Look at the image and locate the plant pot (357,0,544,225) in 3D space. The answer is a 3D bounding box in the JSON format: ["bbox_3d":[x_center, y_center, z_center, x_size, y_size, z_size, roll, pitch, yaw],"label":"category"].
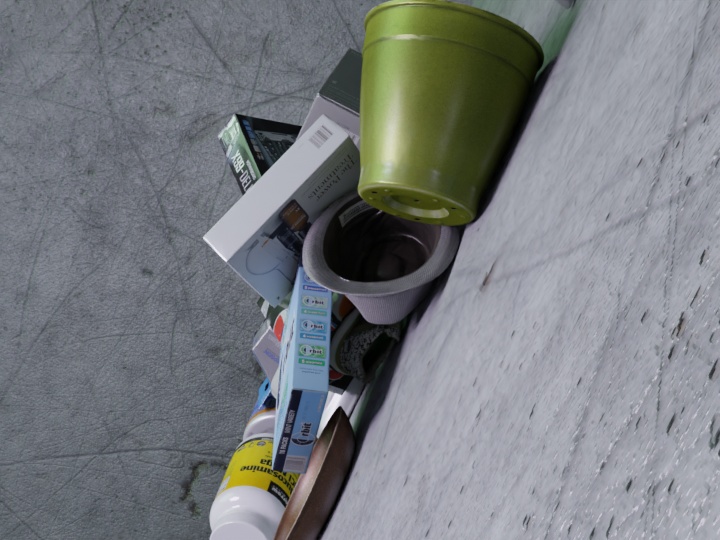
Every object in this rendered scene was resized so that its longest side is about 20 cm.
[{"bbox_3d":[0.079,-0.157,1.291,0.200,0.199,0.194,131,153,-78],"label":"plant pot"}]

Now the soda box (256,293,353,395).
[{"bbox_3d":[-0.069,0.079,1.607,0.063,0.071,0.200,-57,35,14],"label":"soda box"}]

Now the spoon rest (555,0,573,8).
[{"bbox_3d":[0.241,-0.369,1.259,0.200,0.060,0.100,118,176,-46],"label":"spoon rest"}]

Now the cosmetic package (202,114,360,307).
[{"bbox_3d":[-0.073,-0.066,1.413,0.200,0.052,0.151,-46,-27,-3],"label":"cosmetic package"}]

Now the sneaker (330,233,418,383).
[{"bbox_3d":[0.037,0.053,1.447,0.201,0.077,0.089,-62,35,9],"label":"sneaker"}]

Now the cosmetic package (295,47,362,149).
[{"bbox_3d":[-0.007,-0.217,1.628,0.090,0.106,0.200,-62,4,33],"label":"cosmetic package"}]

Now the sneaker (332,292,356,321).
[{"bbox_3d":[0.000,0.000,1.558,0.200,0.092,0.076,-21,-45,-56],"label":"sneaker"}]

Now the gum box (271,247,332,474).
[{"bbox_3d":[-0.067,0.106,1.401,0.170,0.044,0.201,105,169,-48],"label":"gum box"}]

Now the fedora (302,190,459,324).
[{"bbox_3d":[0.027,-0.008,1.362,0.201,0.176,0.091,-88,-10,-48],"label":"fedora"}]

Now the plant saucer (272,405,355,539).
[{"bbox_3d":[-0.051,0.254,1.381,0.200,0.037,0.201,-90,26,-81],"label":"plant saucer"}]

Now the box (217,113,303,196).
[{"bbox_3d":[-0.085,-0.106,1.582,0.050,0.157,0.201,-45,56,34],"label":"box"}]

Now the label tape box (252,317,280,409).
[{"bbox_3d":[-0.120,0.098,1.819,0.200,0.063,0.144,-54,7,3],"label":"label tape box"}]

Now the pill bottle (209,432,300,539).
[{"bbox_3d":[-0.145,0.323,1.671,0.200,0.112,0.113,-73,9,-63],"label":"pill bottle"}]

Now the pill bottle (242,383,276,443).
[{"bbox_3d":[-0.111,0.225,1.876,0.112,0.112,0.200,-63,3,23],"label":"pill bottle"}]

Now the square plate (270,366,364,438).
[{"bbox_3d":[-0.048,0.114,1.646,0.198,0.028,0.201,33,97,56],"label":"square plate"}]
